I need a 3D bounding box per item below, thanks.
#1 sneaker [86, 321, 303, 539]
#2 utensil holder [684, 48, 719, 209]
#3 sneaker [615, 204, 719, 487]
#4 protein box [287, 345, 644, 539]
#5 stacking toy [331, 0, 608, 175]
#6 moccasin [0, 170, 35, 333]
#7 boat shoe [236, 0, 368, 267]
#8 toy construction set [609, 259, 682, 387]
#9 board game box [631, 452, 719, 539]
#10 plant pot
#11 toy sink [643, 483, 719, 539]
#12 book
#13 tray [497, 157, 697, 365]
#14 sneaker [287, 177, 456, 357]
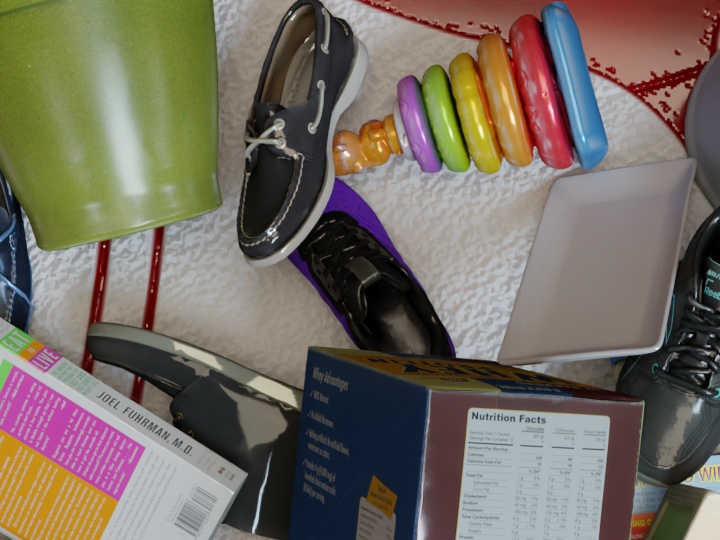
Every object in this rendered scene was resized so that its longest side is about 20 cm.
[{"bbox_3d":[-0.110,0.111,1.062,0.199,0.075,0.107,22,86,3],"label":"sneaker"},{"bbox_3d":[0.312,-0.107,1.008,0.169,0.200,0.171,0,84,3],"label":"utensil holder"},{"bbox_3d":[0.211,0.037,0.976,0.075,0.079,0.201,18,75,14],"label":"sneaker"},{"bbox_3d":[0.051,0.158,0.914,0.134,0.198,0.201,6,91,-21],"label":"protein box"},{"bbox_3d":[0.063,-0.105,1.072,0.199,0.116,0.110,-15,85,10],"label":"stacking toy"},{"bbox_3d":[-0.278,-0.034,1.086,0.080,0.068,0.201,-9,84,1],"label":"moccasin"},{"bbox_3d":[-0.049,-0.097,1.052,0.074,0.060,0.201,-3,56,38],"label":"boat shoe"},{"bbox_3d":[0.242,0.061,1.046,0.199,0.092,0.132,0,69,-3],"label":"toy construction set"},{"bbox_3d":[0.173,0.228,1.049,0.199,0.056,0.197,-4,84,2],"label":"board game box"},{"bbox_3d":[-0.176,-0.119,1.043,0.199,0.200,0.194,-14,95,0],"label":"plant pot"},{"bbox_3d":[0.202,0.243,0.954,0.112,0.130,0.201,26,86,4],"label":"toy sink"},{"bbox_3d":[-0.189,0.137,1.043,0.199,0.048,0.134,32,120,4],"label":"book"},{"bbox_3d":[0.162,-0.003,1.019,0.107,0.200,0.022,-8,126,26],"label":"tray"},{"bbox_3d":[0.001,0.000,1.055,0.069,0.100,0.200,-37,81,-2],"label":"sneaker"}]
